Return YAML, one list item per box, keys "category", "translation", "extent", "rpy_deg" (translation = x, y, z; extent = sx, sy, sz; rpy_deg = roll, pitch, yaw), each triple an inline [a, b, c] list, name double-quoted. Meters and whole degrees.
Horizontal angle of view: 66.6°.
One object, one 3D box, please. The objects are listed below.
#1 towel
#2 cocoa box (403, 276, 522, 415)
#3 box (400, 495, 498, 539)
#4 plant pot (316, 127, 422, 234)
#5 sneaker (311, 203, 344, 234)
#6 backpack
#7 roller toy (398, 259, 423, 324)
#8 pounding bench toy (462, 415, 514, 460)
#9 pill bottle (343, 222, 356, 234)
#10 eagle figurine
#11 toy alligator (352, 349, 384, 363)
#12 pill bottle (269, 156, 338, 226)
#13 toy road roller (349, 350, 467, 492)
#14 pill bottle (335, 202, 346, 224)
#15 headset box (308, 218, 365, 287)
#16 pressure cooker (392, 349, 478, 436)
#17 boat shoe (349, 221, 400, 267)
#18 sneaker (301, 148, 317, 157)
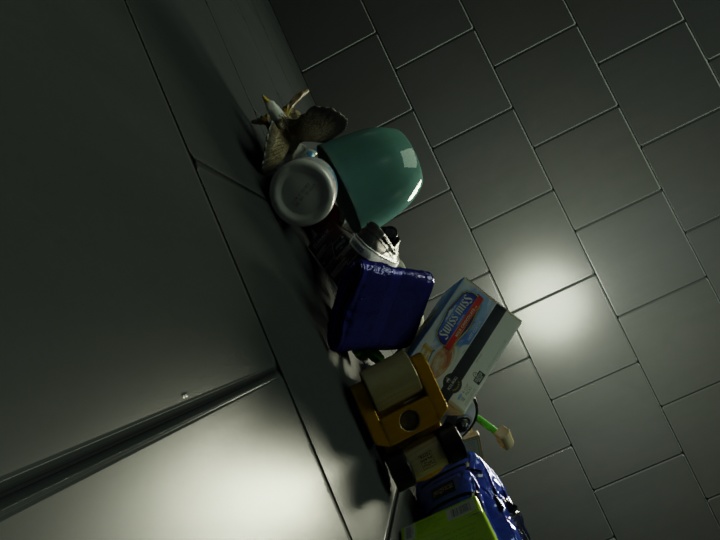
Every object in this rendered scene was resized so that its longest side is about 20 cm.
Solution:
- category: "towel"
  translation: [0.033, 0.058, 0.898]
  extent: [0.049, 0.150, 0.199]
  rpy_deg: [28, 13, 40]
- category: "cocoa box"
  translation: [0.166, 0.138, 0.981]
  extent: [0.131, 0.201, 0.133]
  rpy_deg: [37, -15, 3]
- category: "box"
  translation: [0.150, 0.429, 0.752]
  extent: [0.048, 0.121, 0.202]
  rpy_deg: [-69, 134, -84]
- category: "plant pot"
  translation: [0.027, -0.189, 1.088]
  extent: [0.202, 0.159, 0.201]
  rpy_deg: [61, -6, 12]
- category: "sneaker"
  translation: [-0.108, -0.156, 1.142]
  extent: [0.116, 0.078, 0.200]
  rpy_deg: [48, 4, -40]
- category: "backpack"
  translation: [0.181, 0.407, 0.918]
  extent: [0.169, 0.161, 0.201]
  rpy_deg: [57, 11, -32]
- category: "roller toy"
  translation: [0.083, 0.073, 1.397]
  extent: [0.183, 0.138, 0.202]
  rpy_deg: [-103, 172, -77]
- category: "pounding bench toy"
  translation: [0.226, 0.355, 1.235]
  extent: [0.157, 0.197, 0.125]
  rpy_deg: [-105, 178, -56]
- category: "pill bottle"
  translation: [0.017, -0.008, 1.234]
  extent: [0.201, 0.111, 0.112]
  rpy_deg: [53, 10, -21]
- category: "eagle figurine"
  translation: [-0.126, -0.246, 0.972]
  extent: [0.149, 0.153, 0.200]
  rpy_deg: [12, 22, -35]
- category: "toy alligator"
  translation: [-0.016, 0.096, 0.991]
  extent: [0.054, 0.060, 0.201]
  rpy_deg: [4, 40, -32]
- category: "pill bottle"
  translation: [-0.094, -0.145, 0.971]
  extent: [0.110, 0.108, 0.200]
  rpy_deg: [63, 6, -11]
- category: "toy road roller"
  translation: [0.068, 0.233, 0.868]
  extent: [0.146, 0.122, 0.202]
  rpy_deg: [146, -80, -82]
- category: "pill bottle"
  translation: [-0.031, -0.114, 1.325]
  extent: [0.201, 0.118, 0.120]
  rpy_deg: [61, 7, -33]
- category: "headset box"
  translation: [0.000, 0.000, 1.028]
  extent: [0.148, 0.075, 0.200]
  rpy_deg: [33, 13, -46]
- category: "pressure cooker"
  translation: [0.149, 0.258, 1.126]
  extent: [0.201, 0.177, 0.177]
  rpy_deg: [-107, 175, -60]
- category: "boat shoe"
  translation: [0.041, -0.051, 0.984]
  extent: [0.070, 0.066, 0.200]
  rpy_deg: [45, 10, 20]
- category: "sneaker"
  translation: [-0.095, -0.209, 1.376]
  extent: [0.072, 0.072, 0.202]
  rpy_deg: [-93, 159, -78]
